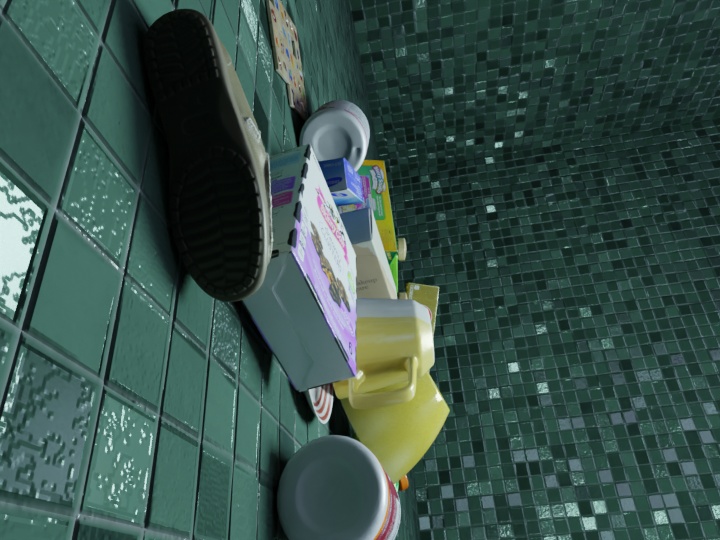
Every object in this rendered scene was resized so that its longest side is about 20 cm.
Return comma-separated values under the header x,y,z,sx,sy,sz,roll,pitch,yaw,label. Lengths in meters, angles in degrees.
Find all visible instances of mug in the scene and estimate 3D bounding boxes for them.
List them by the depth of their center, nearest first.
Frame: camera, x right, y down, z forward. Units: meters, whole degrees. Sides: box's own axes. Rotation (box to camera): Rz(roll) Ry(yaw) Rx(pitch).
x,y,z,sx,sy,sz,roll,pitch,yaw,label
0.033,0.124,0.818,0.150,0.150,0.190,80,5,-61,mug

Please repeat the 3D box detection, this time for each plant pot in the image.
x,y,z,sx,sy,sz,roll,pitch,yaw,label
0.065,0.227,0.919,0.202,0.140,0.200,59,1,-2,plant pot

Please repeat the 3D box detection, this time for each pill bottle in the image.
x,y,z,sx,sy,sz,roll,pitch,yaw,label
-0.014,0.260,0.605,0.201,0.110,0.115,73,11,-59,pill bottle
-0.040,-0.236,0.964,0.201,0.111,0.116,-82,163,-67,pill bottle

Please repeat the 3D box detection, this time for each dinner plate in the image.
x,y,z,sx,sy,sz,roll,pitch,yaw,label
-0.065,0.101,0.736,0.200,0.024,0.205,-8,90,-83,dinner plate

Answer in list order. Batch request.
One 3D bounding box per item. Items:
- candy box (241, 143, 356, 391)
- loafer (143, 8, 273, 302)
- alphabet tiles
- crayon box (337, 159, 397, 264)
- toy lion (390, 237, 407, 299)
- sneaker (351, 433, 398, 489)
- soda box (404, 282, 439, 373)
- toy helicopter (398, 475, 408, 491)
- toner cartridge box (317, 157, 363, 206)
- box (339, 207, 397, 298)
x,y,z,sx,sy,sz,roll,pitch,yaw,label
-0.061,-0.009,0.585,0.202,0.070,0.170,-90,161,-51,candy box
-0.100,-0.080,0.402,0.067,0.074,0.205,-26,108,-77,loafer
-0.116,-0.342,0.882,0.200,0.007,0.171,-24,106,-83,alphabet tiles
-0.004,-0.113,1.041,0.058,0.116,0.204,118,-32,-62,crayon box
0.064,0.059,1.163,0.193,0.067,0.204,84,7,-62,toy lion
0.023,0.356,0.947,0.075,0.082,0.203,-86,166,-60,sneaker
0.118,0.131,1.154,0.064,0.066,0.205,137,-39,-87,soda box
0.040,0.353,1.088,0.203,0.077,0.133,96,-29,-42,toy helicopter
-0.052,-0.122,0.801,0.200,0.093,0.044,-18,100,-83,toner cartridge box
0.000,0.000,0.926,0.202,0.093,0.079,68,14,-45,box
